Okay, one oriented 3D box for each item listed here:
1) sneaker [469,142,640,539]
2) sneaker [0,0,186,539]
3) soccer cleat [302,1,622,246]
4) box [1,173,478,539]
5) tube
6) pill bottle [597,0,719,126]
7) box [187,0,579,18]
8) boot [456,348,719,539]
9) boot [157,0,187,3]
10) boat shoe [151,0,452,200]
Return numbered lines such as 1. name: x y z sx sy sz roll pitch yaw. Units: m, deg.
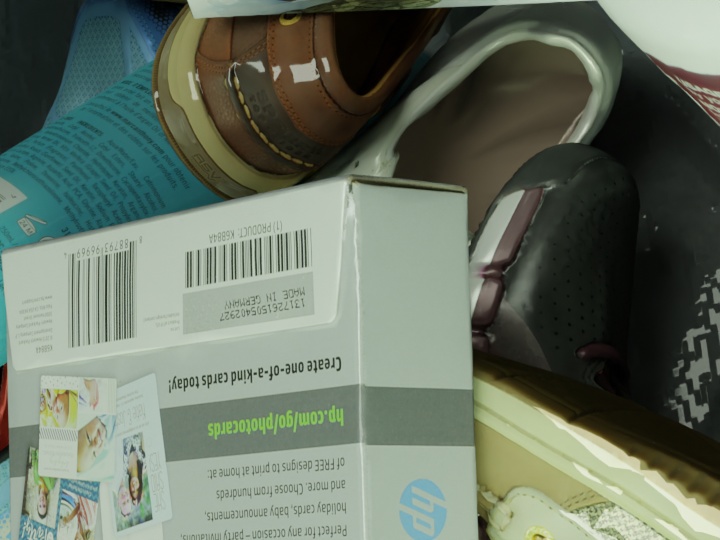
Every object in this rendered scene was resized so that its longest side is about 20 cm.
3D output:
1. sneaker: 0.075 0.071 0.754 0.115 0.076 0.201 11 87 32
2. sneaker: -0.091 0.000 0.880 0.078 0.090 0.201 -7 66 44
3. soccer cleat: 0.000 0.000 0.817 0.069 0.078 0.200 39 96 -2
4. box: -0.032 0.086 0.701 0.156 0.041 0.201 -11 78 51
5. tube: -0.064 -0.030 0.845 0.200 0.050 0.077 -34 62 -27
6. pill bottle: 0.117 -0.074 0.619 0.114 0.200 0.115 -19 54 29
7. box: 0.039 -0.124 0.709 0.199 0.137 0.038 -2 55 13
8. boot: 0.052 0.113 0.682 0.200 0.072 0.155 29 101 32
9. boot: -0.086 -0.163 0.853 0.073 0.199 0.156 41 120 48
10. boat shoe: 0.010 -0.104 0.837 0.067 0.072 0.200 -18 36 44
